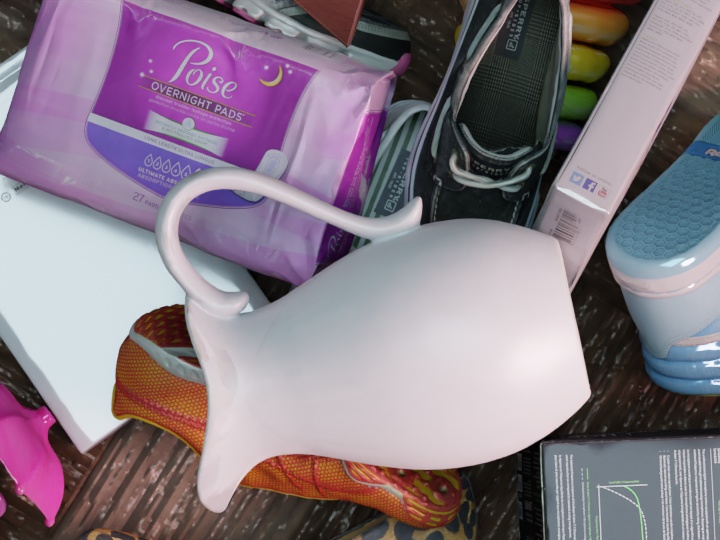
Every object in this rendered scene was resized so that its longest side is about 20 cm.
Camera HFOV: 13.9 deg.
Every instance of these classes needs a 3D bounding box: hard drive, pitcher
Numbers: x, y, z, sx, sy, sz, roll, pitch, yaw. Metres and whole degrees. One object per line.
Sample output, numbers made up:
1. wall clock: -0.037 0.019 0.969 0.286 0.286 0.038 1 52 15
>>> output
1. hard drive: -0.155 -0.019 1.624 0.132 0.027 0.200 -35 87 -4
2. pitcher: 0.004 0.020 1.474 0.199 0.121 0.172 -12 102 4

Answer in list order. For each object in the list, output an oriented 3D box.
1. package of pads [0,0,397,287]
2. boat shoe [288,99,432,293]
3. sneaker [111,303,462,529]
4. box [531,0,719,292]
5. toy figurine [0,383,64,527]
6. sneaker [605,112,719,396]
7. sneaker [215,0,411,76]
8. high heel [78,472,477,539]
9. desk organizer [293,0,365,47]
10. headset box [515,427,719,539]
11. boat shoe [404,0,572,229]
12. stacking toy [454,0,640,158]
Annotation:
1. package of pads: -0.088 -0.078 1.559 0.199 0.076 0.121 20 98 13
2. boat shoe: 0.000 0.000 1.605 0.073 0.067 0.201 14 86 0
3. sneaker: -0.038 0.087 1.576 0.199 0.073 0.077 27 125 9
4. box: 0.143 -0.085 1.547 0.036 0.144 0.200 29 65 5
5. toy figurine: -0.250 0.125 1.574 0.183 0.150 0.201 3 108 -10
6. sneaker: 0.212 -0.008 1.614 0.200 0.079 0.131 -36 129 -30
7. sneaker: -0.049 -0.179 1.613 0.199 0.074 0.088 32 92 6
8. high heel: -0.040 0.140 1.588 0.199 0.071 0.143 27 92 -16
9. desk organizer: -0.005 -0.223 1.573 0.071 0.077 0.201 18 56 0
10. headset box: 0.186 0.128 1.547 0.199 0.174 0.093 -3 88 -2
11. boat shoe: 0.064 -0.070 1.527 0.072 0.071 0.201 9 111 -2
12. stacking toy: 0.090 -0.100 1.597 0.109 0.116 0.201 10 96 -21
